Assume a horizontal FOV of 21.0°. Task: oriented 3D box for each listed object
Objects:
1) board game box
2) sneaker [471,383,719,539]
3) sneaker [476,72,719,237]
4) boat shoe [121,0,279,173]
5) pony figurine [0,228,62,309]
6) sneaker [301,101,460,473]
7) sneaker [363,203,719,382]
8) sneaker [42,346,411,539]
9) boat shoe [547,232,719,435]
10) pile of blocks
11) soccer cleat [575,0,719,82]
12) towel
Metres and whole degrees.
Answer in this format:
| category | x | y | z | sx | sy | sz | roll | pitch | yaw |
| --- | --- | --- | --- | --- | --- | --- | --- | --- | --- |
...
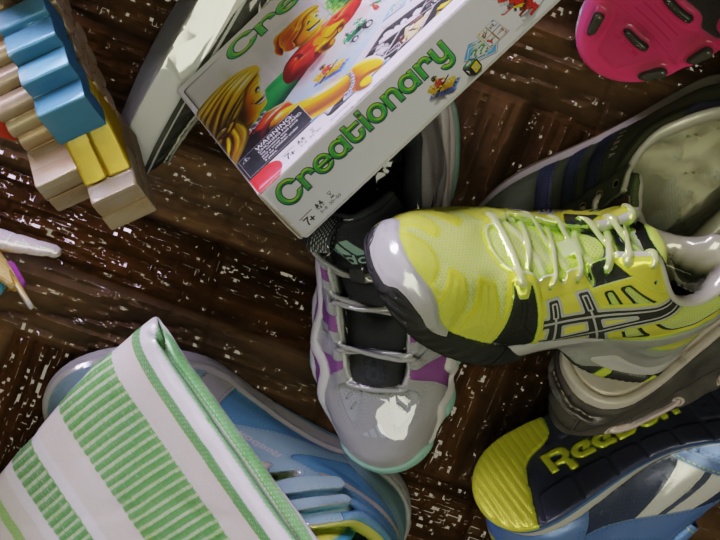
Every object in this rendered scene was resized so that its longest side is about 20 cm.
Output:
| category | x | y | z | sx | sy | sz | roll | pitch | yaw |
| --- | --- | --- | --- | --- | --- | --- | --- | --- | --- |
| board game box | 0.019 | -0.114 | 0.832 | 0.200 | 0.126 | 0.035 | -43 | 122 | 2 |
| sneaker | 0.152 | 0.098 | 0.987 | 0.200 | 0.074 | 0.082 | -19 | 134 | -8 |
| sneaker | 0.118 | -0.026 | 0.939 | 0.200 | 0.090 | 0.067 | -34 | 102 | 5 |
| boat shoe | -0.048 | -0.120 | 0.912 | 0.064 | 0.071 | 0.200 | 31 | 104 | -16 |
| pony figurine | -0.255 | -0.052 | 0.888 | 0.193 | 0.167 | 0.200 | -19 | 90 | -10 |
| sneaker | 0.000 | 0.000 | 0.895 | 0.078 | 0.140 | 0.200 | -1 | 92 | 12 |
| sneaker | 0.084 | -0.004 | 0.840 | 0.200 | 0.075 | 0.076 | 6 | 141 | -43 |
| sneaker | -0.062 | 0.106 | 0.943 | 0.200 | 0.131 | 0.080 | 22 | 103 | -9 |
| boat shoe | 0.174 | 0.022 | 0.965 | 0.200 | 0.057 | 0.067 | -26 | 69 | -22 |
| pile of blocks | -0.160 | -0.104 | 0.854 | 0.062 | 0.082 | 0.200 | -25 | 92 | 7 |
| soccer cleat | 0.179 | -0.171 | 0.922 | 0.070 | 0.086 | 0.200 | 34 | 124 | -15 |
| towel | -0.109 | 0.134 | 0.929 | 0.153 | 0.023 | 0.200 | 53 | 129 | 14 |
